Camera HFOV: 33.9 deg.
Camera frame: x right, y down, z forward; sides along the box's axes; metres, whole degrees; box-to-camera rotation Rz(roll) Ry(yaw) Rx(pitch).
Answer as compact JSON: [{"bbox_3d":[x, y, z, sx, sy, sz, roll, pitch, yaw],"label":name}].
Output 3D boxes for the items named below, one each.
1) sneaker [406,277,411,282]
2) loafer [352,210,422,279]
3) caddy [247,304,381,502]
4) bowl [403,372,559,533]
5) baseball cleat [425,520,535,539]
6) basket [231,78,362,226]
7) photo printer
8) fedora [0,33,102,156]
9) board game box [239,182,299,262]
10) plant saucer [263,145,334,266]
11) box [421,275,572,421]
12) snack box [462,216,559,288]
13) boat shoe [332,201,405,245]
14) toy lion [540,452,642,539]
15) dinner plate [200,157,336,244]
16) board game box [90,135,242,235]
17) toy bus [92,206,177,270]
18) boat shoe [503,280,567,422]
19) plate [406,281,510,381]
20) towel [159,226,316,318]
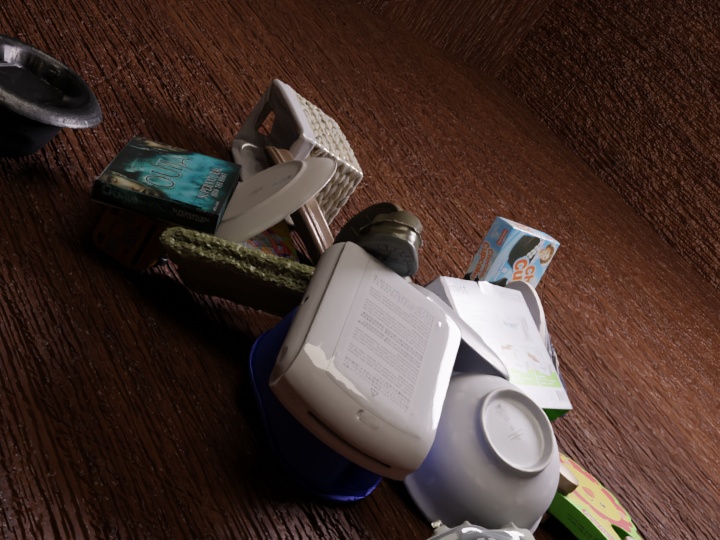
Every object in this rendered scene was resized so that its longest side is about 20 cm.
[{"bbox_3d":[0.005,0.018,1.540,0.129,0.079,0.200,28,29,-47],"label":"sneaker"},{"bbox_3d":[0.027,-0.032,1.226,0.074,0.070,0.200,14,-7,-2],"label":"loafer"},{"bbox_3d":[-0.032,0.129,1.174,0.140,0.105,0.201,8,50,-40],"label":"caddy"},{"bbox_3d":[0.141,0.186,1.248,0.199,0.090,0.203,19,51,-25],"label":"bowl"},{"bbox_3d":[0.121,0.291,1.122,0.199,0.070,0.107,5,46,-46],"label":"baseball cleat"},{"bbox_3d":[-0.093,-0.162,1.715,0.123,0.136,0.201,26,21,-31],"label":"basket"},{"bbox_3d":[0.006,0.087,1.099,0.166,0.069,0.201,37,39,-14],"label":"photo printer"},{"bbox_3d":[-0.390,-0.186,1.323,0.200,0.092,0.201,31,20,-13],"label":"fedora"},{"bbox_3d":[-0.152,-0.057,1.517,0.134,0.034,0.201,26,22,-27],"label":"board game box"},{"bbox_3d":[-0.071,-0.073,1.532,0.200,0.029,0.202,90,-26,-79],"label":"plant saucer"},{"bbox_3d":[0.151,0.111,1.469,0.199,0.096,0.178,9,53,-52],"label":"box"},{"bbox_3d":[0.185,0.031,1.634,0.116,0.201,0.037,14,18,-46],"label":"snack box"},{"bbox_3d":[0.000,0.000,1.388,0.068,0.200,0.072,11,39,-44],"label":"boat shoe"},{"bbox_3d":[0.279,0.294,1.410,0.200,0.069,0.191,46,14,25],"label":"toy lion"},{"bbox_3d":[-0.118,-0.082,1.355,0.024,0.199,0.201,61,11,-21],"label":"dinner plate"},{"bbox_3d":[-0.208,-0.097,1.302,0.134,0.028,0.200,16,19,-4],"label":"board game box"},{"bbox_3d":[-0.231,-0.063,1.352,0.078,0.065,0.200,32,19,-3],"label":"toy bus"},{"bbox_3d":[0.235,0.117,1.615,0.093,0.074,0.202,10,74,-62],"label":"boat shoe"},{"bbox_3d":[0.046,0.054,1.302,0.199,0.033,0.199,8,-22,42],"label":"plate"},{"bbox_3d":[-0.111,0.012,1.253,0.198,0.037,0.149,18,-16,8],"label":"towel"}]
